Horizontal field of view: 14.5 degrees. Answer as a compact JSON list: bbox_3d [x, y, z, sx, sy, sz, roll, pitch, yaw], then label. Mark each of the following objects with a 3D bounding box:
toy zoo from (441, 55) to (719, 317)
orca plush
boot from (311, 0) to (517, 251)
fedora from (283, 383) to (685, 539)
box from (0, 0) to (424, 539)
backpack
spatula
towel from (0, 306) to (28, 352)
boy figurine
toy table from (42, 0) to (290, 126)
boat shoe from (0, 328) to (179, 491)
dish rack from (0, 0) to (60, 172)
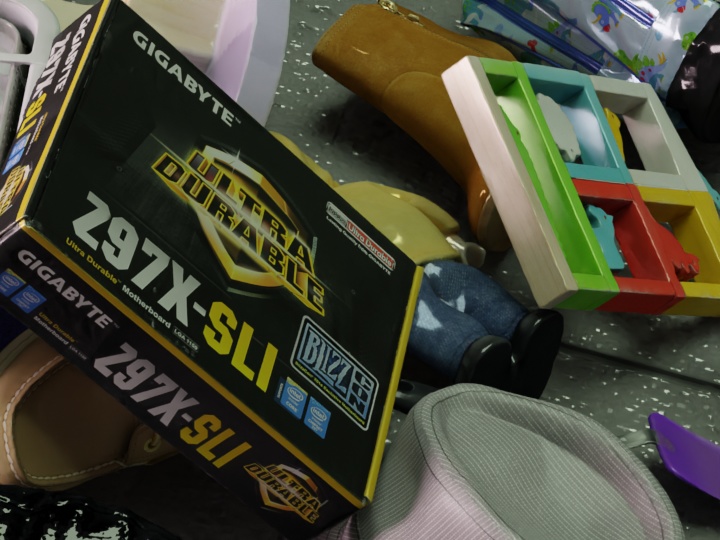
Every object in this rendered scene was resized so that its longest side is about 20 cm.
[{"bbox_3d":[0.128,-0.040,1.422,0.199,0.020,0.132,4,59,-52],"label":"toy zoo"},{"bbox_3d":[-0.145,0.112,1.128,0.199,0.071,0.105,8,41,16],"label":"orca plush"},{"bbox_3d":[0.036,-0.082,1.488,0.143,0.071,0.201,27,22,6],"label":"boot"},{"bbox_3d":[0.066,0.115,1.214,0.176,0.091,0.200,-13,43,-33],"label":"fedora"},{"bbox_3d":[-0.067,-0.001,1.219,0.200,0.049,0.160,42,38,-21],"label":"box"},{"bbox_3d":[0.152,-0.152,1.577,0.200,0.154,0.163,47,28,17],"label":"backpack"},{"bbox_3d":[0.099,0.078,1.312,0.199,0.021,0.057,12,28,-14],"label":"spatula"},{"bbox_3d":[-0.231,0.034,1.269,0.199,0.050,0.148,21,35,12],"label":"towel"},{"bbox_3d":[0.000,0.000,1.379,0.200,0.065,0.124,34,40,28],"label":"boy figurine"},{"bbox_3d":[-0.114,-0.136,1.449,0.116,0.185,0.200,19,19,-19],"label":"toy table"},{"bbox_3d":[-0.093,0.047,1.249,0.066,0.075,0.200,-4,16,37],"label":"boat shoe"},{"bbox_3d":[-0.226,-0.059,1.236,0.170,0.044,0.201,8,40,-4],"label":"dish rack"}]
